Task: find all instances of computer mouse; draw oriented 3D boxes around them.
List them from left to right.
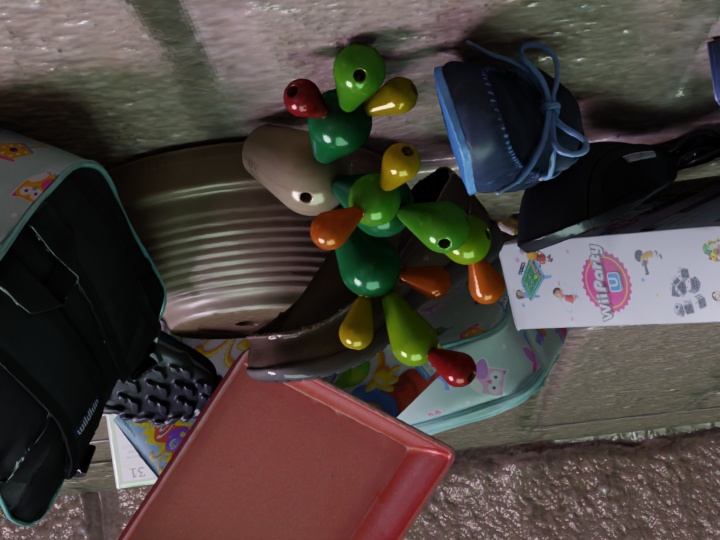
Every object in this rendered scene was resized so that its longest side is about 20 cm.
[{"bbox_3d":[0.129,-0.051,1.087,0.140,0.046,0.200,-20,-176,39],"label":"computer mouse"}]

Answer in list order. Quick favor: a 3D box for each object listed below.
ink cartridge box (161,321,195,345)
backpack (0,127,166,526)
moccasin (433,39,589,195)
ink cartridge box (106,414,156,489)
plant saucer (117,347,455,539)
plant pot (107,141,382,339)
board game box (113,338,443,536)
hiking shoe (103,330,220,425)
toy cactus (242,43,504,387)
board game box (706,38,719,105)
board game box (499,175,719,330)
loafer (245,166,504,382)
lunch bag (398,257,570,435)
[{"bbox_3d":[-0.194,0.041,1.317,0.145,0.085,0.200,-7,169,4],"label":"ink cartridge box"},{"bbox_3d":[-0.204,0.016,0.960,0.153,0.176,0.200,27,157,13],"label":"backpack"},{"bbox_3d":[0.082,-0.083,0.928,0.068,0.081,0.200,-14,-178,11],"label":"moccasin"},{"bbox_3d":[-0.185,0.158,1.505,0.048,0.201,0.146,-6,-166,-5],"label":"ink cartridge box"},{"bbox_3d":[-0.061,0.160,1.166,0.200,0.200,0.037,30,-175,-39],"label":"plant saucer"},{"bbox_3d":[-0.074,-0.011,1.112,0.200,0.093,0.201,-7,169,-1],"label":"plant pot"},{"bbox_3d":[-0.054,0.083,1.226,0.105,0.200,0.103,49,174,-31],"label":"board game box"},{"bbox_3d":[-0.176,0.028,1.124,0.199,0.087,0.074,26,130,-18],"label":"hiking shoe"},{"bbox_3d":[-0.008,-0.033,0.947,0.165,0.102,0.200,27,152,44],"label":"toy cactus"},{"bbox_3d":[0.282,-0.102,1.003,0.135,0.035,0.200,-10,168,20],"label":"board game box"},{"bbox_3d":[0.211,-0.016,1.136,0.147,0.065,0.199,-22,-168,-40],"label":"board game box"},{"bbox_3d":[0.000,0.000,1.047,0.073,0.071,0.200,-6,-156,48],"label":"loafer"},{"bbox_3d":[0.074,0.055,1.356,0.160,0.077,0.200,-21,-167,24],"label":"lunch bag"}]
